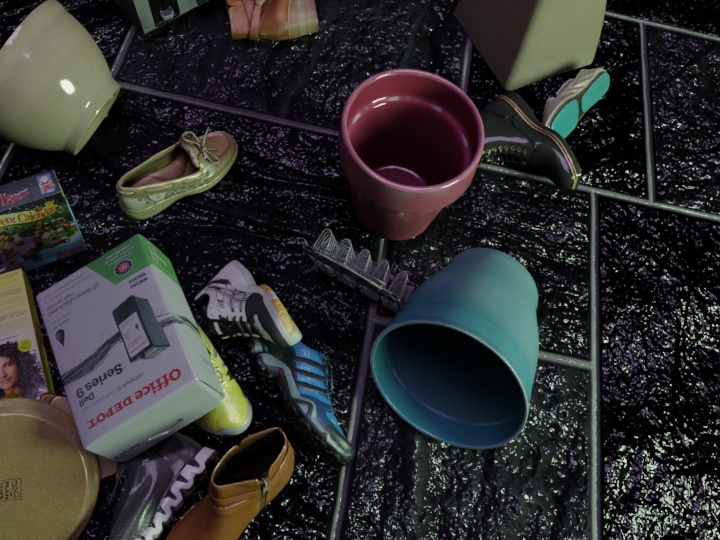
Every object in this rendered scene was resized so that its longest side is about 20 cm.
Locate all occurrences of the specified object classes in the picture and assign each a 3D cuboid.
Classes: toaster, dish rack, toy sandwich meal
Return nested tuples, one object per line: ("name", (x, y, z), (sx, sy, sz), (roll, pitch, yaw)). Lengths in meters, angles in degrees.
("toaster", (-0.335, -0.508, 1.137), (0.179, 0.120, 0.200), (-35, 66, -18))
("dish rack", (0.000, 0.000, 0.888), (0.151, 0.200, 0.056), (28, 85, 7))
("toy sandwich meal", (-0.378, 0.227, 0.766), (0.199, 0.070, 0.212), (0, 90, -20))

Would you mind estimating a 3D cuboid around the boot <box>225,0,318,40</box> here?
("boot", (-0.158, -0.476, 1.188), (0.150, 0.074, 0.204), (-8, 58, -4))

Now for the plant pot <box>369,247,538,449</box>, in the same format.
("plant pot", (0.136, 0.080, 0.872), (0.196, 0.203, 0.189), (27, 47, 8))

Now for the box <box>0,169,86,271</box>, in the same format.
("box", (-0.461, -0.041, 0.874), (0.196, 0.138, 0.038), (-23, 66, -18))

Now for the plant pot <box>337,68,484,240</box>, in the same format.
("plant pot", (0.059, -0.145, 0.977), (0.194, 0.180, 0.205), (3, 62, -6))

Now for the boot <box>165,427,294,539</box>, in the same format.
("boot", (-0.147, 0.257, 0.747), (0.198, 0.156, 0.077), (-34, 71, -23))

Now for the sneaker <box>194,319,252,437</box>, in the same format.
("sneaker", (-0.207, 0.120, 0.857), (0.075, 0.077, 0.200), (-36, 71, -23))

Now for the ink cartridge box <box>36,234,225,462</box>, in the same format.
("ink cartridge box", (-0.260, 0.087, 0.788), (0.144, 0.084, 0.202), (-30, 64, -2))

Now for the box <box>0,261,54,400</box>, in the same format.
("box", (-0.431, 0.094, 0.856), (0.073, 0.050, 0.203), (-18, 65, -17))

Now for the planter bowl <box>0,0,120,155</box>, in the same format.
("planter bowl", (-0.425, -0.250, 0.976), (0.134, 0.199, 0.204), (35, 59, -19))

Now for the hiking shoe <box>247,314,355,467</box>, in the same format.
("hiking shoe", (-0.059, 0.146, 0.865), (0.086, 0.075, 0.201), (-32, 70, -21))

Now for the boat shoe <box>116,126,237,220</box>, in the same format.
("boat shoe", (-0.259, -0.147, 1.000), (0.073, 0.063, 0.199), (42, 64, 16))

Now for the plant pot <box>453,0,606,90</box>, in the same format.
("plant pot", (0.303, -0.466, 1.183), (0.196, 0.178, 0.203), (-21, 66, -17))

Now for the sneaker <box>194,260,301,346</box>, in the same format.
("sneaker", (-0.145, 0.060, 0.870), (0.087, 0.077, 0.199), (-38, 32, -16))

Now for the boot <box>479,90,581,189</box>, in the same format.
("boot", (0.235, -0.177, 1.088), (0.136, 0.078, 0.201), (-29, 58, -14))

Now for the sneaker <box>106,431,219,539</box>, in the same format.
("sneaker", (-0.251, 0.264, 0.780), (0.089, 0.067, 0.201), (34, 59, 7))

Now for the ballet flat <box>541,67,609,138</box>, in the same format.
("ballet flat", (0.345, -0.276, 1.164), (0.062, 0.069, 0.199), (24, 53, 39))
